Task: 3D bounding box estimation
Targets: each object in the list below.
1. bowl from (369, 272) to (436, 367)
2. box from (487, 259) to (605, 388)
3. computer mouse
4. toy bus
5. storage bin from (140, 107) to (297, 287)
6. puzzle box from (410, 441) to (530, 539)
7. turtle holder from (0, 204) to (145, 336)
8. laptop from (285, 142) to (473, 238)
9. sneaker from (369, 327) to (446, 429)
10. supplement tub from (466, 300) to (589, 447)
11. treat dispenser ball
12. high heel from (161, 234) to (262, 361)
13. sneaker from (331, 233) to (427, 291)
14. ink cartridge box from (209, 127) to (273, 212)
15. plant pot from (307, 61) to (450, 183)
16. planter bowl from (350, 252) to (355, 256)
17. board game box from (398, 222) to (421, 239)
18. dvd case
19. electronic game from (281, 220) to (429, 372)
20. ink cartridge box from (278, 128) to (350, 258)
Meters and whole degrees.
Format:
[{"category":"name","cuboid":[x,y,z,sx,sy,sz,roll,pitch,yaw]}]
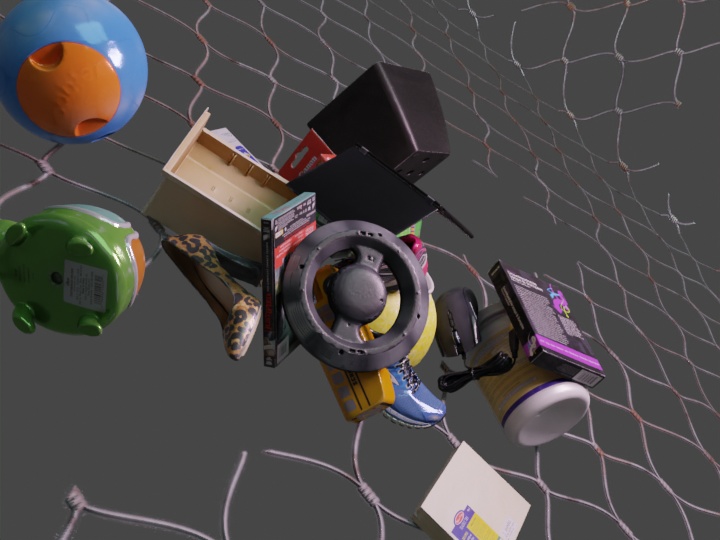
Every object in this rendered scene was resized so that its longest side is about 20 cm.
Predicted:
[{"category":"bowl","cuboid":[0.050,0.040,1.530,0.200,0.108,0.200,31,28,-18]},{"category":"box","cuboid":[0.284,0.081,1.535,0.143,0.036,0.200,23,33,-33]},{"category":"computer mouse","cuboid":[0.174,0.086,1.544,0.046,0.140,0.201,49,31,-40]},{"category":"toy bus","cuboid":[-0.020,0.096,1.329,0.201,0.078,0.065,65,11,16]},{"category":"storage bin","cuboid":[-0.178,-0.110,1.423,0.199,0.094,0.199,32,38,-9]},{"category":"puzzle box","cuboid":[0.150,0.321,1.328,0.133,0.025,0.200,44,27,6]},{"category":"turtle holder","cuboid":[-0.323,-0.004,1.093,0.132,0.185,0.142,-54,126,-63]},{"category":"laptop","cuboid":[0.031,-0.087,1.446,0.187,0.116,0.200,41,4,34]},{"category":"sneaker","cuboid":[0.044,0.141,1.388,0.200,0.089,0.079,39,27,-5]},{"category":"supplement tub","cuboid":[0.255,0.161,1.576,0.145,0.145,0.200,14,37,-42]},{"category":"treat dispenser ball","cuboid":[-0.383,-0.268,1.316,0.200,0.201,0.201,31,28,-19]},{"category":"high heel","cuboid":[-0.199,0.033,1.271,0.142,0.072,0.200,21,33,-15]},{"category":"sneaker","cuboid":[0.000,0.000,1.439,0.075,0.199,0.081,80,-16,-59]},{"category":"ink cartridge box","cuboid":[-0.181,-0.142,1.575,0.200,0.039,0.099,45,27,10]},{"category":"plant pot","cuboid":[0.057,-0.262,1.919,0.199,0.200,0.178,-6,63,-56]},{"category":"planter bowl","cuboid":[0.027,-0.097,1.735,0.200,0.084,0.201,32,28,-19]},{"category":"board game box","cuboid":[0.059,-0.066,1.621,0.030,0.096,0.200,7,-4,23]},{"category":"dvd case","cuboid":[-0.093,0.010,1.316,0.022,0.201,0.146,6,20,18]},{"category":"electronic game","cuboid":[-0.005,0.032,1.282,0.199,0.042,0.201,5,73,-18]},{"category":"ink cartridge box","cuboid":[-0.063,-0.128,1.632,0.200,0.109,0.050,51,27,19]}]
